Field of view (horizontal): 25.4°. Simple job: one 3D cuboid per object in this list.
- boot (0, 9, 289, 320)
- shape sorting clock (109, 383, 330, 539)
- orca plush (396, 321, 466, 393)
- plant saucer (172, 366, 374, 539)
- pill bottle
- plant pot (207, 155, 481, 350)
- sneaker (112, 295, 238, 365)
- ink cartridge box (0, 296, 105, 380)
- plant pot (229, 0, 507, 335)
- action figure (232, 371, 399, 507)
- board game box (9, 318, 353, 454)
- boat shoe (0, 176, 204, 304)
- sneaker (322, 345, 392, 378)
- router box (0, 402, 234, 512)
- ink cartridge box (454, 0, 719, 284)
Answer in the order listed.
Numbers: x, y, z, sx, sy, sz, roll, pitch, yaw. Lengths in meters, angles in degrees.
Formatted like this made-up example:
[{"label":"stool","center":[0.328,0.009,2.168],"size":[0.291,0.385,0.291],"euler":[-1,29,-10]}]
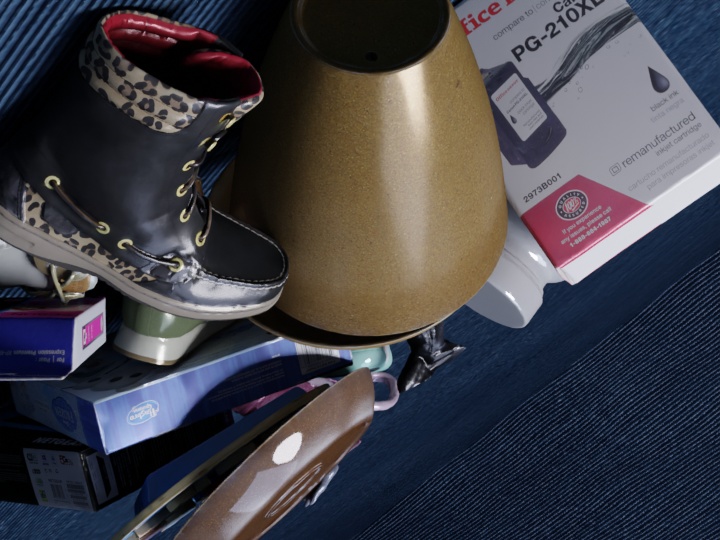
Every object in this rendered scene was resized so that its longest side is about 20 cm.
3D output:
[{"label":"boot","center":[-0.100,-0.055,0.897],"size":[0.199,0.073,0.151],"euler":[22,129,-26]},{"label":"shape sorting clock","center":[-0.101,0.147,1.171],"size":[0.200,0.039,0.200],"euler":[-32,173,-5]},{"label":"orca plush","center":[0.000,0.000,1.159],"size":[0.105,0.201,0.071],"euler":[-14,-165,18]},{"label":"plant saucer","center":[-0.057,0.149,1.152],"size":[0.200,0.032,0.200],"euler":[-44,171,-9]},{"label":"pill bottle","center":[0.141,-0.063,1.225],"size":[0.200,0.116,0.116],"euler":[-55,171,-14]},{"label":"plant pot","center":[-0.008,-0.024,1.079],"size":[0.200,0.200,0.028],"euler":[-29,148,-19]},{"label":"sneaker","center":[-0.120,-0.004,1.165],"size":[0.200,0.067,0.090],"euler":[-52,157,-70]},{"label":"ink cartridge box","center":[-0.212,0.040,0.969],"size":[0.094,0.037,0.200],"euler":[0,-174,-3]},{"label":"plant pot","center":[0.005,-0.092,0.981],"size":[0.186,0.187,0.200],"euler":[-29,150,-18]},{"label":"action figure","center":[-0.086,0.100,1.358],"size":[0.149,0.200,0.134],"euler":[-43,-170,16]},{"label":"board game box","center":[-0.139,0.072,1.195],"size":[0.199,0.044,0.199],"euler":[-18,-167,-27]},{"label":"boat shoe","center":[-0.182,-0.018,0.970],"size":[0.199,0.069,0.075],"euler":[-26,168,-23]},{"label":"sneaker","center":[-0.028,0.006,1.284],"size":[0.077,0.141,0.200],"euler":[-7,-170,-14]},{"label":"router box","center":[-0.217,0.131,1.239],"size":[0.199,0.051,0.149],"euler":[-3,-165,42]},{"label":"ink cartridge box","center":[0.147,-0.116,1.120],"size":[0.145,0.200,0.084],"euler":[-35,164,9]}]
